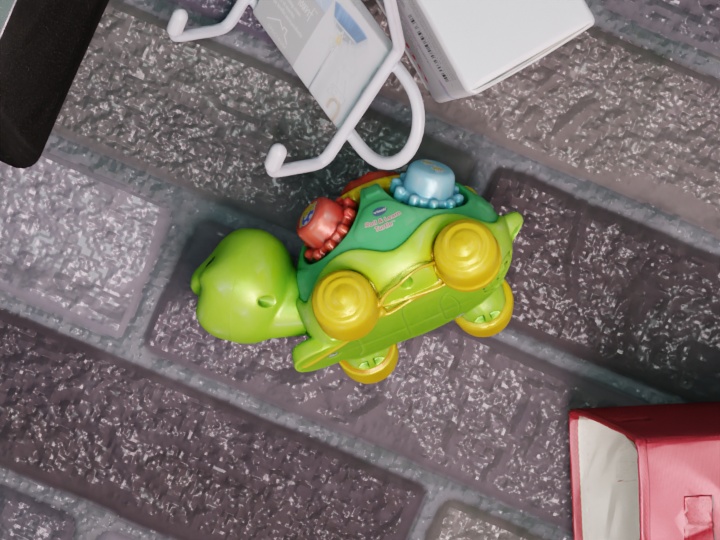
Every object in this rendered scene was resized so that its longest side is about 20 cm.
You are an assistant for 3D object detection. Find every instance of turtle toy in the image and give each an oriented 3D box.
[{"bbox_3d":[0.000,0.000,1.695,0.200,0.146,0.101,-21,73,0],"label":"turtle toy"}]

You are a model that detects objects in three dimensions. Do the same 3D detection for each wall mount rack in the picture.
[{"bbox_3d":[-0.031,-0.155,1.652,0.200,0.075,0.174,54,132,25],"label":"wall mount rack"}]

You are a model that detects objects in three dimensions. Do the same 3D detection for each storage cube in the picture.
[{"bbox_3d":[0.228,0.165,1.675,0.180,0.200,0.171,-3,93,-7],"label":"storage cube"}]

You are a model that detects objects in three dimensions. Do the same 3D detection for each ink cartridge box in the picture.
[{"bbox_3d":[0.052,-0.179,1.646,0.083,0.200,0.146,-30,94,-2],"label":"ink cartridge box"}]

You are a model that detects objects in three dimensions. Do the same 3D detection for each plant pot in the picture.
[{"bbox_3d":[-0.248,-0.183,1.651,0.199,0.177,0.200,25,94,-2],"label":"plant pot"}]
